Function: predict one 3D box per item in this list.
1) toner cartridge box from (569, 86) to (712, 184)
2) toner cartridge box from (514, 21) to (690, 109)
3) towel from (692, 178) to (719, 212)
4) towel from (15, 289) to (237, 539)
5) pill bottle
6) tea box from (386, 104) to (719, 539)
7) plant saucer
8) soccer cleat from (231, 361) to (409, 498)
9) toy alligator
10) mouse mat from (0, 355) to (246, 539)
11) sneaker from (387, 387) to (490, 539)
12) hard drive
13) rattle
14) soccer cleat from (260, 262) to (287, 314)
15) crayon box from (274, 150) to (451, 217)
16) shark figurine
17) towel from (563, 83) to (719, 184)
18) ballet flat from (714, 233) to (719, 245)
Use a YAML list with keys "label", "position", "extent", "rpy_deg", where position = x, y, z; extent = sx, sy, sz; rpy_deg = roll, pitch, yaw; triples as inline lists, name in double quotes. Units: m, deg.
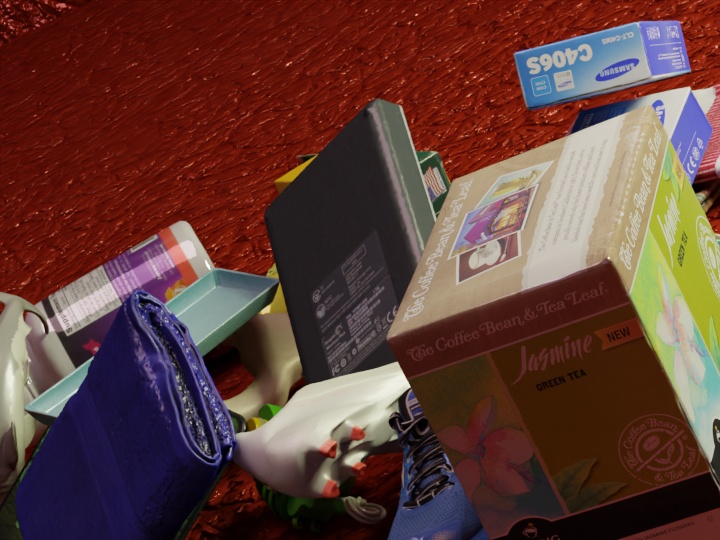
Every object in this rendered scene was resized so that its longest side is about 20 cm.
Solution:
- label: "toner cartridge box"
  position: [0.171, -0.041, 1.600]
  extent: [0.095, 0.043, 0.200]
  rpy_deg: [-10, 38, 35]
- label: "toner cartridge box"
  position: [0.184, -0.155, 1.726]
  extent: [0.095, 0.043, 0.200]
  rpy_deg: [-14, 2, 18]
- label: "towel"
  position: [0.179, -0.045, 1.699]
  extent: [0.200, 0.022, 0.147]
  rpy_deg: [-12, 26, 41]
- label: "towel"
  position: [-0.150, 0.131, 1.467]
  extent: [0.200, 0.049, 0.148]
  rpy_deg: [-55, 42, 32]
- label: "pill bottle"
  position: [-0.198, 0.055, 1.845]
  extent: [0.200, 0.112, 0.111]
  rpy_deg: [-31, 19, -3]
- label: "tea box"
  position: [0.128, 0.050, 1.249]
  extent: [0.133, 0.197, 0.200]
  rpy_deg: [-21, 21, 22]
- label: "plant saucer"
  position: [-0.142, 0.057, 1.611]
  extent: [0.070, 0.019, 0.200]
  rpy_deg: [10, 37, 40]
- label: "soccer cleat"
  position: [0.003, 0.089, 1.455]
  extent: [0.077, 0.070, 0.200]
  rpy_deg: [16, 23, 35]
- label: "toy alligator"
  position: [-0.035, 0.142, 1.488]
  extent: [0.200, 0.059, 0.054]
  rpy_deg: [40, 114, 63]
- label: "mouse mat"
  position: [-0.171, 0.146, 1.575]
  extent: [0.200, 0.008, 0.161]
  rpy_deg: [18, 75, 51]
- label: "sneaker"
  position: [0.045, 0.115, 1.370]
  extent: [0.078, 0.089, 0.200]
  rpy_deg: [-22, 19, 23]
- label: "hard drive"
  position: [0.000, 0.000, 1.582]
  extent: [0.140, 0.033, 0.201]
  rpy_deg: [-44, 46, 34]
- label: "rattle"
  position: [-0.080, 0.098, 1.697]
  extent: [0.199, 0.143, 0.130]
  rpy_deg: [-9, 31, -20]
- label: "soccer cleat"
  position: [-0.040, -0.016, 1.843]
  extent: [0.065, 0.084, 0.200]
  rpy_deg: [-9, 27, 44]
- label: "crayon box"
  position: [0.010, -0.022, 1.719]
  extent: [0.051, 0.127, 0.200]
  rpy_deg: [-33, 17, -26]
- label: "shark figurine"
  position: [-0.283, 0.087, 1.701]
  extent: [0.089, 0.128, 0.215]
  rpy_deg: [0, 63, -2]
- label: "towel"
  position: [0.219, -0.095, 1.712]
  extent: [0.199, 0.023, 0.144]
  rpy_deg: [-11, 26, 37]
- label: "ballet flat"
  position: [0.157, 0.043, 1.447]
  extent: [0.200, 0.071, 0.065]
  rpy_deg: [-29, 5, -25]
